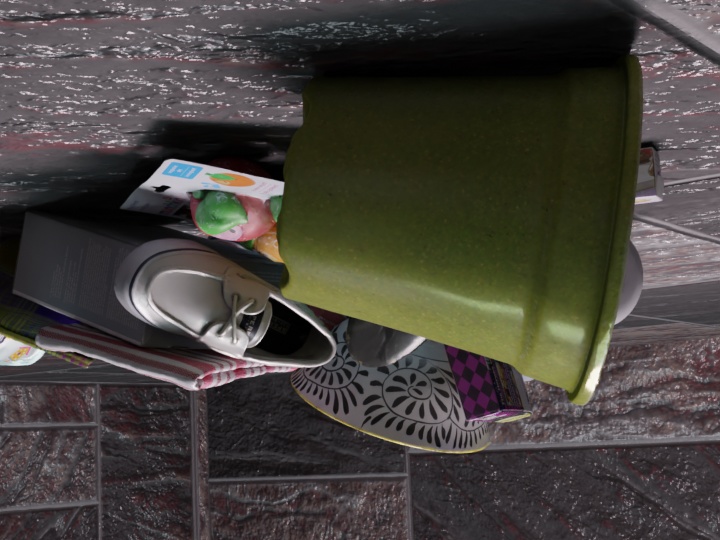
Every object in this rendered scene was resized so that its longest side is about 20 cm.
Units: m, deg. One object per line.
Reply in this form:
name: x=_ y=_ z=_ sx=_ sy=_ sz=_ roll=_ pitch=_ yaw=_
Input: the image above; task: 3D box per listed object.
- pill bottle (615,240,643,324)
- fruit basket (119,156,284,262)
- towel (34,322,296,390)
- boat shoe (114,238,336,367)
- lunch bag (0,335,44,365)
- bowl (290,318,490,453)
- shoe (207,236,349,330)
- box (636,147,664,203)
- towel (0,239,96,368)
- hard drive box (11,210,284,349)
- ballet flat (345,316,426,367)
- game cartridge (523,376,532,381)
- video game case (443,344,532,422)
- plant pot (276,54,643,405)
pill bottle: x=0.208 y=0.015 z=1.304 sx=0.112 sy=0.113 sz=0.200 roll=-1 pitch=172 yaw=-14
fruit basket: x=-0.067 y=-0.037 z=0.923 sx=0.199 sy=0.094 sz=0.185 roll=5 pitch=171 yaw=-21
towel: x=-0.153 y=0.070 z=1.023 sx=0.146 sy=0.030 sz=0.200 roll=12 pitch=-175 yaw=20
boat shoe: x=-0.096 y=0.034 z=0.949 sx=0.066 sy=0.072 sz=0.200 roll=27 pitch=177 yaw=44
lunch bag: x=-0.404 y=0.038 z=1.247 sx=0.200 sy=0.122 sz=0.170 roll=-16 pitch=166 yaw=31
bowl: x=0.042 y=0.089 z=1.180 sx=0.200 sy=0.094 sz=0.201 roll=17 pitch=-169 yaw=-3
shoe: x=-0.081 y=0.044 z=1.213 sx=0.200 sy=0.091 sz=0.071 roll=36 pitch=151 yaw=-32
box: x=0.136 y=-0.064 z=0.979 sx=0.199 sy=0.039 sz=0.041 roll=-6 pitch=174 yaw=20
towel: x=-0.283 y=0.024 z=1.130 sx=0.143 sy=0.023 sz=0.200 roll=23 pitch=-165 yaw=-4
hard drive box: x=-0.175 y=0.008 z=1.058 sx=0.156 sy=0.077 sz=0.200 roll=6 pitch=-173 yaw=-45
ballet flat: x=0.051 y=0.001 z=0.981 sx=0.066 sy=0.200 sz=0.057 roll=34 pitch=-151 yaw=0
game cartridge: x=0.118 y=0.043 z=1.309 sx=0.200 sy=0.042 sz=0.133 roll=37 pitch=162 yaw=5
video game case: x=0.099 y=0.037 z=1.110 sx=0.036 sy=0.201 sz=0.181 roll=-19 pitch=169 yaw=13
plant pot: x=0.052 y=-0.035 z=0.716 sx=0.184 sy=0.201 sz=0.200 roll=8 pitch=172 yaw=3
